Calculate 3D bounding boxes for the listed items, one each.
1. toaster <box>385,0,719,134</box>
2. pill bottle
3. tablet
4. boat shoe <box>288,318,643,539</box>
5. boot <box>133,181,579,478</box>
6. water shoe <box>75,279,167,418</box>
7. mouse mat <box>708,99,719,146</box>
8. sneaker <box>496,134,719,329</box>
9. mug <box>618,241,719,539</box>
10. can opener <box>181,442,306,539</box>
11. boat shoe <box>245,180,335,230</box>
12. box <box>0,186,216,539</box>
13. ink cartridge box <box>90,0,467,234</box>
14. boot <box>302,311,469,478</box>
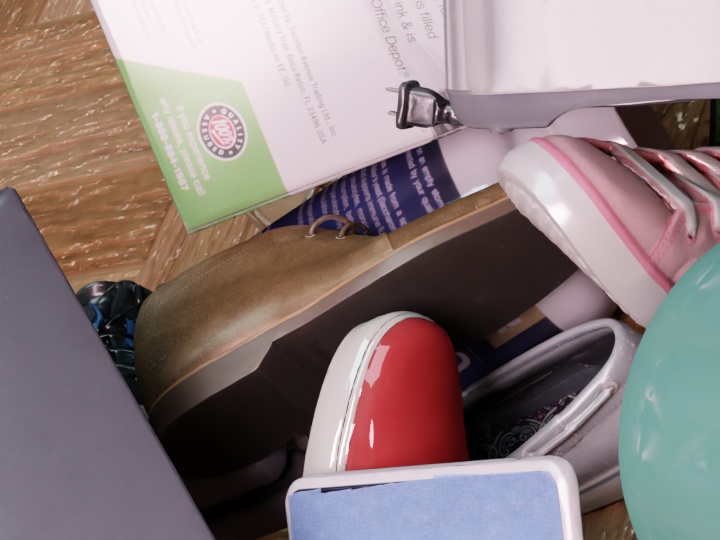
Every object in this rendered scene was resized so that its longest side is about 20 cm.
[{"bbox_3d":[0.103,-0.120,0.962,0.199,0.130,0.114,-2,9,18],"label":"toaster"},{"bbox_3d":[0.037,-0.003,1.133,0.200,0.111,0.111,-34,36,17],"label":"pill bottle"},{"bbox_3d":[0.034,0.167,0.945,0.130,0.014,0.201,-8,88,41],"label":"tablet"},{"bbox_3d":[0.038,0.076,1.087,0.200,0.072,0.070,-30,37,22],"label":"boat shoe"},{"bbox_3d":[0.000,0.000,1.055,0.200,0.074,0.076,-27,51,7],"label":"boot"},{"bbox_3d":[-0.115,0.046,1.185,0.071,0.079,0.200,-19,-1,8],"label":"water shoe"},{"bbox_3d":[0.211,-0.077,1.123,0.161,0.008,0.200,-22,42,30],"label":"mouse mat"},{"bbox_3d":[0.128,-0.024,0.982,0.105,0.200,0.075,-47,53,6],"label":"sneaker"},{"bbox_3d":[0.169,0.042,0.912,0.114,0.152,0.185,16,70,54],"label":"mug"},{"bbox_3d":[-0.111,0.122,1.110,0.199,0.053,0.067,-22,40,20],"label":"can opener"},{"bbox_3d":[-0.018,-0.037,1.268,0.071,0.065,0.200,-52,35,-10],"label":"boat shoe"},{"bbox_3d":[-0.102,0.091,0.995,0.079,0.141,0.200,-28,68,-10],"label":"box"},{"bbox_3d":[0.000,-0.121,1.071,0.199,0.147,0.084,-20,12,8],"label":"ink cartridge box"},{"bbox_3d":[0.051,0.115,0.979,0.144,0.072,0.201,0,91,44],"label":"boot"}]
